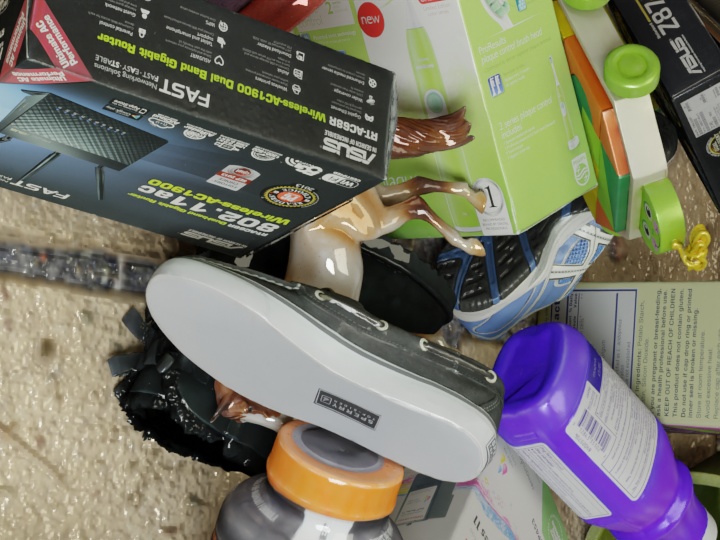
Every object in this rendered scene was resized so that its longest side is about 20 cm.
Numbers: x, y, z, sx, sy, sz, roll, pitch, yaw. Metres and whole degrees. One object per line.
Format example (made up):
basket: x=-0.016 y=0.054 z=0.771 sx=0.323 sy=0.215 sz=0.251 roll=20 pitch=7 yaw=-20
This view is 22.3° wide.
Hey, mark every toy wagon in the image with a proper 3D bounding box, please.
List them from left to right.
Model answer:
toy wagon: x=0.152 y=-0.083 z=1.096 sx=0.156 sy=0.039 sz=0.201 roll=81 pitch=-10 yaw=-58

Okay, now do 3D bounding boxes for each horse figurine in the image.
horse figurine: x=0.000 y=0.000 z=1.008 sx=0.131 sy=0.050 sz=0.202 roll=15 pitch=87 yaw=-13

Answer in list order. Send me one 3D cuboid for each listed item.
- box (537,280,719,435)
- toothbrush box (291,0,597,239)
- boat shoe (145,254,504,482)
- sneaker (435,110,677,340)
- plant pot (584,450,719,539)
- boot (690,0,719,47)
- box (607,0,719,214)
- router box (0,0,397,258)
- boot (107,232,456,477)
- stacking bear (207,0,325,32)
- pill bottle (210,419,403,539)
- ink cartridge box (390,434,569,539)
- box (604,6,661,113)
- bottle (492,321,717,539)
box: x=0.250 y=0.064 z=1.260 sx=0.175 sy=0.199 sz=0.098 roll=9 pitch=83 yaw=-45
toothbrush box: x=0.041 y=-0.126 z=1.092 sx=0.086 sy=0.145 sz=0.202 roll=-28 pitch=109 yaw=-41
boat shoe: x=-0.016 y=0.042 z=0.951 sx=0.199 sy=0.069 sz=0.057 roll=28 pitch=49 yaw=-3
sneaker: x=0.130 y=-0.034 z=1.209 sx=0.200 sy=0.076 sz=0.077 roll=-39 pitch=148 yaw=-11
plant pot: x=0.285 y=0.202 z=1.323 sx=0.190 sy=0.198 sz=0.202 roll=-32 pitch=112 yaw=-54
boot: x=0.270 y=-0.214 z=1.323 sx=0.201 sy=0.097 sz=0.075 roll=57 pitch=10 yaw=1
box: x=0.226 y=-0.127 z=1.251 sx=0.200 sy=0.049 sz=0.162 roll=50 pitch=16 yaw=-52
router box: x=-0.103 y=-0.076 z=0.907 sx=0.198 sy=0.149 sz=0.063 roll=17 pitch=67 yaw=-28
boot: x=-0.041 y=0.044 z=1.056 sx=0.198 sy=0.073 sz=0.164 roll=32 pitch=64 yaw=-32
stacking bear: x=-0.108 y=-0.212 z=0.974 sx=0.114 sy=0.121 sz=0.200 roll=-44 pitch=112 yaw=-7
pill bottle: x=-0.039 y=0.183 z=0.981 sx=0.106 sy=0.106 sz=0.202 roll=-1 pitch=116 yaw=-45
ink cartridge box: x=0.061 y=0.186 z=1.116 sx=0.118 sy=0.067 sz=0.200 roll=67 pitch=29 yaw=-21
box: x=0.145 y=-0.115 z=1.267 sx=0.118 sy=0.048 sz=0.201 roll=-53 pitch=126 yaw=-31
bottle: x=0.159 y=0.119 z=1.166 sx=0.200 sy=0.065 sz=0.084 roll=45 pitch=47 yaw=-32
